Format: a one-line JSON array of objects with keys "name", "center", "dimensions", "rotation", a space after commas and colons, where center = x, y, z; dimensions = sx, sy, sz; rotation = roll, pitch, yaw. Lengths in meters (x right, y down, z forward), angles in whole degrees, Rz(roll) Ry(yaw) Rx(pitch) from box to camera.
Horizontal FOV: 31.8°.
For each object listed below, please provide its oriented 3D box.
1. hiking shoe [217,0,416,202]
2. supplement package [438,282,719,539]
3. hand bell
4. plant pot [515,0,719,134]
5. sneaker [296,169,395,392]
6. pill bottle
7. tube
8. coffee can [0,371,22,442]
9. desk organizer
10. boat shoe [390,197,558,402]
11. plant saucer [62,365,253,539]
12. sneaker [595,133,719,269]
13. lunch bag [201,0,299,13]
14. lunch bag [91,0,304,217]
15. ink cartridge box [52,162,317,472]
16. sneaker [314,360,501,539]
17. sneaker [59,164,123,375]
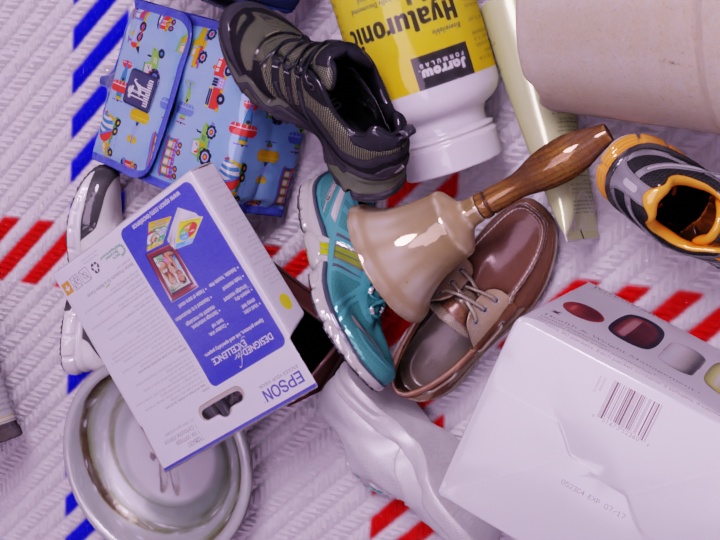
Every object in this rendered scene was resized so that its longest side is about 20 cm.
[{"name": "hiking shoe", "center": [-0.028, -0.150, 0.952], "dimensions": [0.200, 0.076, 0.101], "rotation": [45, 147, 14]}, {"name": "supplement package", "center": [0.195, 0.124, 0.922], "dimensions": [0.190, 0.200, 0.148], "rotation": [29, 106, 17]}, {"name": "hand bell", "center": [0.098, -0.053, 0.946], "dimensions": [0.199, 0.104, 0.105], "rotation": [-32, 84, 21]}, {"name": "plant pot", "center": [0.217, -0.180, 0.893], "dimensions": [0.182, 0.200, 0.202], "rotation": [5, 99, 34]}, {"name": "sneaker", "center": [0.000, 0.000, 1.041], "dimensions": [0.079, 0.078, 0.201], "rotation": [-18, 67, 14]}, {"name": "pill bottle", "center": [0.045, -0.177, 0.995], "dimensions": [0.111, 0.111, 0.201], "rotation": [-15, 100, 25]}, {"name": "tube", "center": [0.144, -0.119, 0.987], "dimensions": [0.058, 0.052, 0.201], "rotation": [-16, 85, -20]}, {"name": "coffee can", "center": [-0.428, 0.088, 1.224], "dimensions": [0.146, 0.146, 0.201], "rotation": [-19, 88, 25]}, {"name": "desk organizer", "center": [-0.105, 0.029, 1.110], "dimensions": [0.200, 0.077, 0.072], "rotation": [36, 109, 16]}, {"name": "boat shoe", "center": [0.091, 0.031, 1.027], "dimensions": [0.076, 0.072, 0.201], "rotation": [36, 109, 15]}, {"name": "plant saucer", "center": [-0.181, 0.172, 1.173], "dimensions": [0.199, 0.050, 0.202], "rotation": [5, 102, 22]}, {"name": "sneaker", "center": [0.264, -0.031, 0.908], "dimensions": [0.199, 0.077, 0.079], "rotation": [18, 111, -13]}, {"name": "lunch bag", "center": [-0.112, -0.294, 1.033], "dimensions": [0.200, 0.136, 0.133], "rotation": [43, 113, 26]}, {"name": "lunch bag", "center": [-0.150, -0.148, 1.112], "dimensions": [0.199, 0.094, 0.152], "rotation": [20, 100, 31]}, {"name": "ink cartridge box", "center": [-0.144, 0.043, 1.060], "dimensions": [0.197, 0.047, 0.201], "rotation": [-31, 91, 33]}, {"name": "sneaker", "center": [0.037, 0.171, 1.078], "dimensions": [0.200, 0.075, 0.089], "rotation": [50, 125, 17]}, {"name": "sneaker", "center": [-0.230, 0.002, 1.176], "dimensions": [0.079, 0.074, 0.202], "rotation": [6, 104, 8]}]
